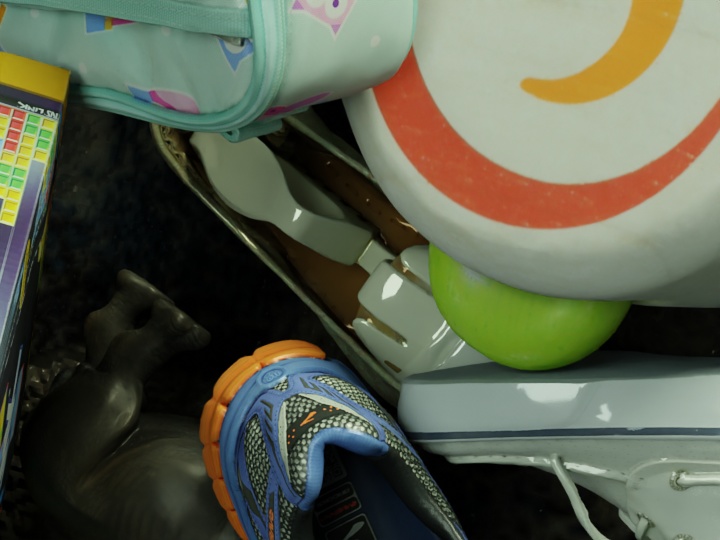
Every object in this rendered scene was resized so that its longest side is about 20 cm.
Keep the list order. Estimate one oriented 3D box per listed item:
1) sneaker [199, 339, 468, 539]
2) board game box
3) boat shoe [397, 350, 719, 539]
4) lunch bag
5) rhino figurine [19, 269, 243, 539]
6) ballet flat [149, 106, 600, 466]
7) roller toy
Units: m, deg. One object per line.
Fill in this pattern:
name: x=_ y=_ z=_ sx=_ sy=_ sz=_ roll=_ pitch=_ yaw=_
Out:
sneaker: x=0.015 y=0.118 z=0.759 sx=0.075 sy=0.078 sz=0.200 roll=-36 pitch=104 yaw=-9
board game box: x=-0.138 y=0.057 z=0.734 sx=0.056 sy=0.200 sz=0.166 roll=11 pitch=48 yaw=-6
boat shoe: x=0.112 y=0.072 z=0.758 sx=0.201 sy=0.075 sz=0.087 roll=1 pitch=94 yaw=5
lunch bag: x=-0.070 y=-0.123 z=0.732 sx=0.200 sy=0.077 sz=0.161 roll=13 pitch=109 yaw=46
rhino figurine: x=-0.033 y=0.092 z=0.830 sx=0.200 sy=0.060 sz=0.088 roll=38 pitch=88 yaw=7
ballet flat: x=0.000 y=0.000 z=0.825 sx=0.200 sy=0.062 sz=0.068 roll=38 pitch=100 yaw=22
roller toy: x=0.099 y=-0.081 z=0.745 sx=0.200 sy=0.140 sz=0.183 roll=-30 pitch=71 yaw=30
